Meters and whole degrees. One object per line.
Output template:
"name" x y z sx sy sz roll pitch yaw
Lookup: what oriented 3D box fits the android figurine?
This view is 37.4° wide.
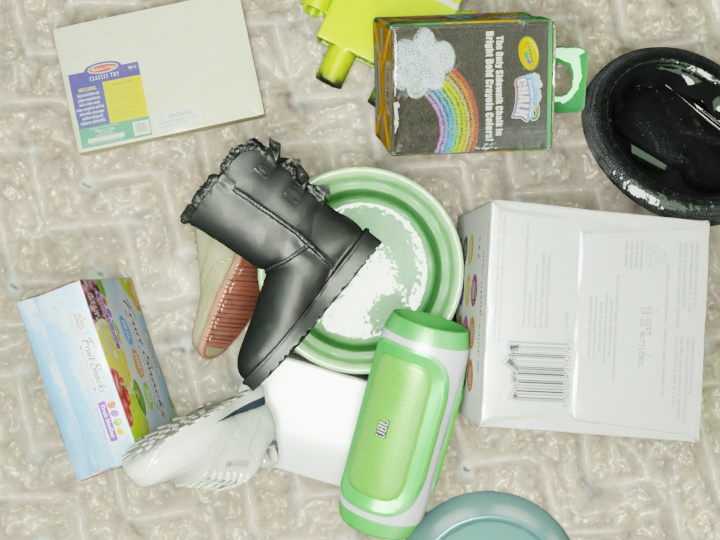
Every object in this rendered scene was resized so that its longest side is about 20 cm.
"android figurine" 0.035 -0.271 1.102 0.182 0.041 0.201 27 91 0

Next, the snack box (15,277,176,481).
"snack box" -0.242 0.095 1.014 0.067 0.200 0.169 -19 91 -1

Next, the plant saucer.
"plant saucer" 0.133 0.332 1.104 0.199 0.027 0.201 0 90 0

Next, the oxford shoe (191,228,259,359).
"oxford shoe" -0.138 -0.010 1.094 0.074 0.071 0.201 20 90 25

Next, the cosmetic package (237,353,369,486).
"cosmetic package" -0.029 0.154 1.077 0.199 0.081 0.113 18 89 1

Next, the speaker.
"speaker" 0.040 0.142 0.985 0.088 0.088 0.201 14 98 0

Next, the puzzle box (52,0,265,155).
"puzzle box" -0.208 -0.205 1.105 0.199 0.025 0.134 -11 90 -1

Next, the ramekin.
"ramekin" 0.000 0.000 1.069 0.199 0.098 0.201 0 89 -1

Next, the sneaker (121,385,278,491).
"sneaker" -0.131 0.161 0.943 0.076 0.200 0.081 -17 90 27

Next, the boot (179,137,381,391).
"boot" -0.094 -0.012 0.983 0.162 0.073 0.198 39 82 -2

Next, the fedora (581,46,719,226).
"fedora" 0.309 -0.121 1.067 0.200 0.092 0.201 1 68 -2

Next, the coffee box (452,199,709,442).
"coffee box" 0.198 0.047 1.019 0.199 0.198 0.201 4 89 -4

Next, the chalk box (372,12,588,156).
"chalk box" 0.118 -0.183 1.031 0.199 0.124 0.125 -2 107 -7
